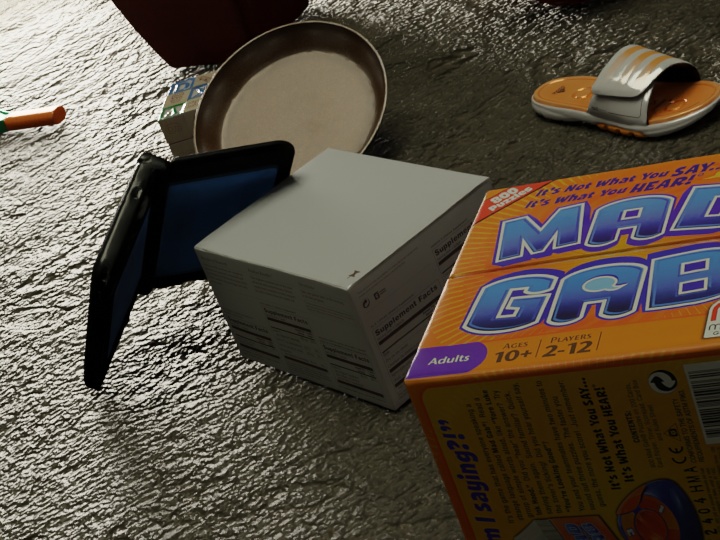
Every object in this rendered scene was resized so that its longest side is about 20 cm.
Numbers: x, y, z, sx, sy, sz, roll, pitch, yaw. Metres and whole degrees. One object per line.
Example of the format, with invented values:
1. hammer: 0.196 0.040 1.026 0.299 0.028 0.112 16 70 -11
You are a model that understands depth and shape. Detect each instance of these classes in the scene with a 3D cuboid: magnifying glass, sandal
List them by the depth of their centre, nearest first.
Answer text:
1. sandal: 0.223 -0.164 1.582 0.206 0.060 0.079 10 41 46
2. magnifying glass: -0.428 -0.174 2.128 0.198 0.023 0.080 -2 33 33

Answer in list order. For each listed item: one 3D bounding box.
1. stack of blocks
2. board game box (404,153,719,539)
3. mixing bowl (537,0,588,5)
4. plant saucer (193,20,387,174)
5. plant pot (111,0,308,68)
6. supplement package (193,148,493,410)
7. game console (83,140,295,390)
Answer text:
1. stack of blocks: -0.101 -0.167 1.829 0.198 0.059 0.116 -15 28 14
2. board game box: 0.169 0.074 1.038 0.198 0.201 0.200 -8 30 24
3. mixing bowl: 0.218 -0.344 1.857 0.198 0.109 0.201 -17 28 10
4. plant saucer: -0.063 -0.146 1.717 0.198 0.032 0.202 -11 58 18
5. plant pot: -0.169 -0.345 2.072 0.198 0.177 0.200 -3 32 33
6. supplement package: 0.000 0.000 1.397 0.155 0.112 0.199 -38 31 -28
7. game console: -0.142 -0.002 1.462 0.115 0.201 0.177 18 58 0
